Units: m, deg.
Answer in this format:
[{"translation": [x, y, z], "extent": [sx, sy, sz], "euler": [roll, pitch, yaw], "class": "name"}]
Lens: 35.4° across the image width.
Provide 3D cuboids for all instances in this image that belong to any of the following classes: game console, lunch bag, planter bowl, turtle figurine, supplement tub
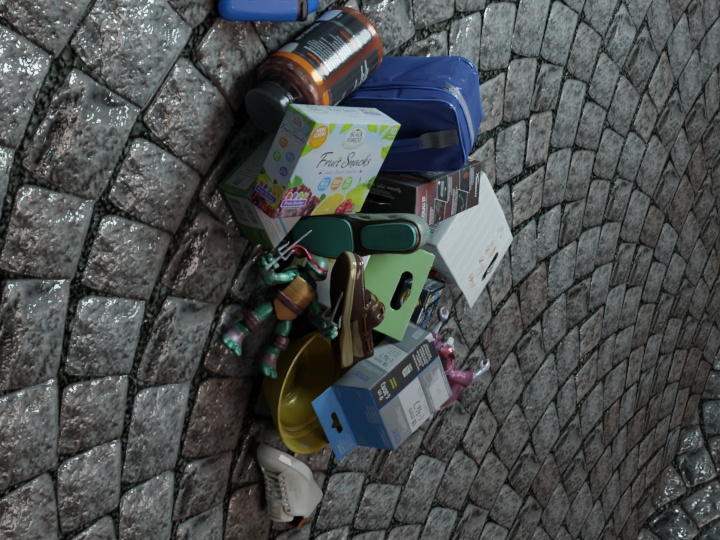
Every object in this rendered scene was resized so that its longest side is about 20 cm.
[{"translation": [-0.111, -0.424, 1.436], "extent": [0.170, 0.118, 0.200], "euler": [-4, 111, -21], "class": "game console"}, {"translation": [0.068, -0.223, 1.635], "extent": [0.132, 0.200, 0.136], "euler": [-65, 148, -45], "class": "lunch bag"}, {"translation": [-0.086, 0.165, 1.683], "extent": [0.200, 0.083, 0.201], "euler": [-29, 128, -45], "class": "planter bowl"}, {"translation": [-0.095, 0.045, 1.562], "extent": [0.200, 0.150, 0.101], "euler": [-50, -172, 7], "class": "turtle figurine"}, {"translation": [-0.064, -0.261, 1.498], "extent": [0.200, 0.107, 0.107], "euler": [-46, 138, -34], "class": "supplement tub"}]

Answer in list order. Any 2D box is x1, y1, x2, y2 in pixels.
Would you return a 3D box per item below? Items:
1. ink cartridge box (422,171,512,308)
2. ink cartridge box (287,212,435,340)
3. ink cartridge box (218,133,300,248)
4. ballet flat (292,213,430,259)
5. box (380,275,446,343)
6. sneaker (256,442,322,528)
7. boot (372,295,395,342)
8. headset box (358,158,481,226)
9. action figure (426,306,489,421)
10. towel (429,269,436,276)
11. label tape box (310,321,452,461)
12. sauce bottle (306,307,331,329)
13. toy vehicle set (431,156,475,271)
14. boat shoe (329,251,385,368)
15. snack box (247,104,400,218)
[{"translation": [0.182, -0.053, 1.919], "extent": [0.160, 0.047, 0.200], "euler": [-57, 145, -18], "class": "ink cartridge box"}, {"translation": [0.000, 0.000, 1.652], "extent": [0.048, 0.200, 0.146], "euler": [154, -40, -79], "class": "ink cartridge box"}, {"translation": [-0.098, -0.139, 1.547], "extent": [0.200, 0.059, 0.104], "euler": [-52, 142, -27], "class": "ink cartridge box"}, {"translation": [0.003, -0.050, 1.593], "extent": [0.064, 0.200, 0.067], "euler": [-27, 117, -65], "class": "ballet flat"}, {"translation": [0.080, 0.090, 1.841], "extent": [0.200, 0.046, 0.159], "euler": [-20, 131, -77], "class": "box"}, {"translation": [-0.116, 0.337, 1.729], "extent": [0.085, 0.073, 0.200], "euler": [-59, 146, -24], "class": "sneaker"}, {"translation": [-0.006, 0.016, 1.766], "extent": [0.131, 0.068, 0.200], "euler": [1, 105, -42], "class": "boot"}, {"translation": [0.069, -0.124, 1.714], "extent": [0.200, 0.149, 0.075], "euler": [-25, 123, -48], "class": "headset box"}, {"translation": [0.131, 0.162, 1.956], "extent": [0.149, 0.134, 0.200], "euler": [-39, 166, -6], "class": "action figure"}, {"translation": [0.119, -0.089, 1.918], "extent": [0.145, 0.022, 0.200], "euler": [-53, 140, -24], "class": "towel"}, {"translation": [0.037, 0.193, 1.701], "extent": [0.200, 0.063, 0.144], "euler": [-40, 133, -22], "class": "label tape box"}, {"translation": [-0.031, 0.097, 1.753], "extent": [0.065, 0.065, 0.200], "euler": [-54, 144, -26], "class": "sauce bottle"}, {"translation": [0.126, -0.106, 1.879], "extent": [0.124, 0.026, 0.200], "euler": [19, 90, -54], "class": "toy vehicle set"}, {"translation": [-0.001, 0.053, 1.580], "extent": [0.072, 0.072, 0.200], "euler": [-9, 129, -14], "class": "boat shoe"}, {"translation": [-0.044, -0.144, 1.486], "extent": [0.200, 0.053, 0.142], "euler": [-10, 130, -56], "class": "snack box"}]
